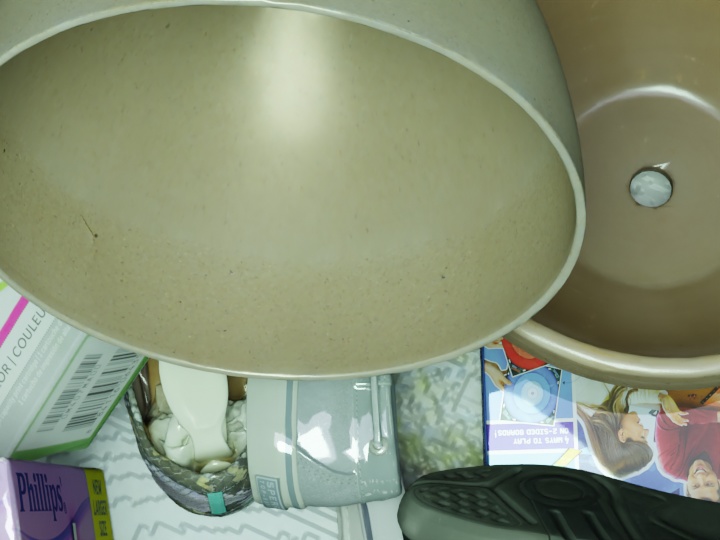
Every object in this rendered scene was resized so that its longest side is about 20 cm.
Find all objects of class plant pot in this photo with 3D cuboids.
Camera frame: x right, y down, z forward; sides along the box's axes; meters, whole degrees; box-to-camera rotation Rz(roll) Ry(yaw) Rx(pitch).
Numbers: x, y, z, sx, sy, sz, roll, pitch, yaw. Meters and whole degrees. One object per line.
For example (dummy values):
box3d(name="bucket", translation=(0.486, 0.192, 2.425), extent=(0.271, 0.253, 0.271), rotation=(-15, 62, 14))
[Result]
box3d(name="plant pot", translation=(0.115, -0.045, 0.761), extent=(0.201, 0.093, 0.201), rotation=(-1, 72, 5))
box3d(name="plant pot", translation=(-0.025, -0.071, 0.654), extent=(0.200, 0.200, 0.135), rotation=(3, 56, 3))

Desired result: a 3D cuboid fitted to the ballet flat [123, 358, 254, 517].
box3d(name="ballet flat", translation=(-0.072, 0.000, 0.809), extent=(0.072, 0.072, 0.200), rotation=(-12, 82, 1))

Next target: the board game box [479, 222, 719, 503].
box3d(name="board game box", translation=(0.148, 0.049, 0.807), extent=(0.200, 0.034, 0.135), rotation=(-1, 83, 3))

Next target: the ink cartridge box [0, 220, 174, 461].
box3d(name="ink cartridge box", translation=(-0.160, -0.029, 0.783), extent=(0.200, 0.059, 0.104), rotation=(43, 111, 21))

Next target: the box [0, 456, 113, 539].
box3d(name="box", translation=(-0.141, 0.176, 0.737), extent=(0.097, 0.176, 0.200), rotation=(-11, 82, 2))

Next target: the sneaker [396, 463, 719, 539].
box3d(name="sneaker", translation=(0.104, 0.140, 0.756), extent=(0.199, 0.076, 0.114), rotation=(13, 108, -9))

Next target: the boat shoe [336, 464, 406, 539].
box3d(name="boat shoe", translation=(-0.007, 0.175, 0.787), extent=(0.066, 0.072, 0.200), rotation=(-1, 91, -2))

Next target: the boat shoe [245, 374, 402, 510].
box3d(name="boat shoe", translation=(0.000, 0.000, 0.788), extent=(0.071, 0.070, 0.201), rotation=(3, 65, 6))
